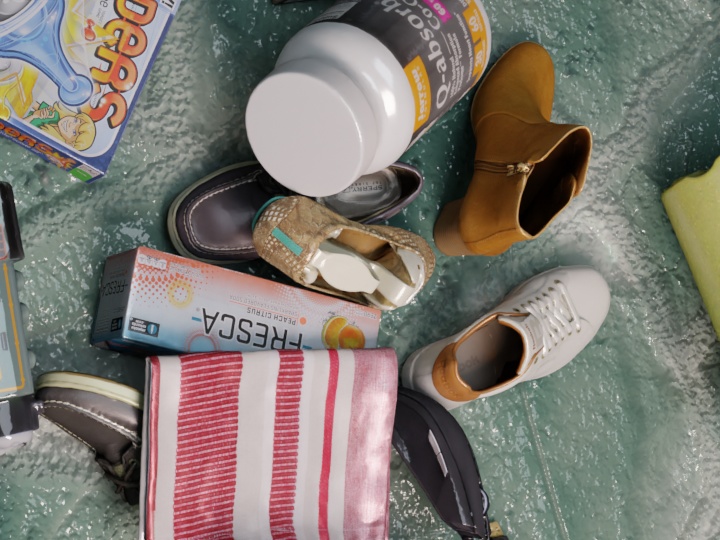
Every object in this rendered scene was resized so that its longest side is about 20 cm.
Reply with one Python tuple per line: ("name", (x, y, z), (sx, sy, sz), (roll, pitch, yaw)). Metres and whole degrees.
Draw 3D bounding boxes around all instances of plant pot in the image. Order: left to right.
("plant pot", (0.338, -0.014, 1.709), (0.199, 0.200, 0.185), (-27, 84, -29))

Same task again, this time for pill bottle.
("pill bottle", (0.006, -0.139, 1.540), (0.117, 0.116, 0.200), (56, 40, -10))

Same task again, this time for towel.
("towel", (-0.060, 0.127, 1.480), (0.199, 0.023, 0.146), (0, 94, -34))

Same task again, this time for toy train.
("toy train", (-0.272, 0.030, 1.409), (0.113, 0.085, 0.202), (-9, 87, -23))

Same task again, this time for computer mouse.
("computer mouse", (0.082, 0.163, 1.581), (0.046, 0.140, 0.201), (-36, 66, 7))

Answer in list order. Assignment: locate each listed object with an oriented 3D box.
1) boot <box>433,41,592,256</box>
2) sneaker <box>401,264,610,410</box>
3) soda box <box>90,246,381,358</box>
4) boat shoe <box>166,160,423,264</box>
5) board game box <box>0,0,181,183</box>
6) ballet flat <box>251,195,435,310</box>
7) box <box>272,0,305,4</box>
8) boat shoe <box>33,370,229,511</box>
("boot", (0.134, -0.098, 1.621), (0.071, 0.144, 0.202), (33, 68, -21))
("sneaker", (0.130, 0.052, 1.632), (0.199, 0.084, 0.073), (-30, 95, -30))
("soda box", (-0.087, 0.041, 1.526), (0.199, 0.063, 0.069), (16, 76, -25))
("boat shoe", (-0.044, -0.052, 1.562), (0.199, 0.065, 0.073), (-11, 88, -29))
("board game box", (-0.205, -0.182, 1.511), (0.135, 0.034, 0.201), (28, 70, -22))
("ballet flat", (0.000, 0.000, 1.541), (0.199, 0.065, 0.071), (15, 114, -50))
("box", (-0.029, -0.309, 1.629), (0.120, 0.032, 0.202), (-11, 87, -29))
("boat shoe", (-0.141, 0.134, 1.478), (0.200, 0.072, 0.066), (30, 64, -26))
